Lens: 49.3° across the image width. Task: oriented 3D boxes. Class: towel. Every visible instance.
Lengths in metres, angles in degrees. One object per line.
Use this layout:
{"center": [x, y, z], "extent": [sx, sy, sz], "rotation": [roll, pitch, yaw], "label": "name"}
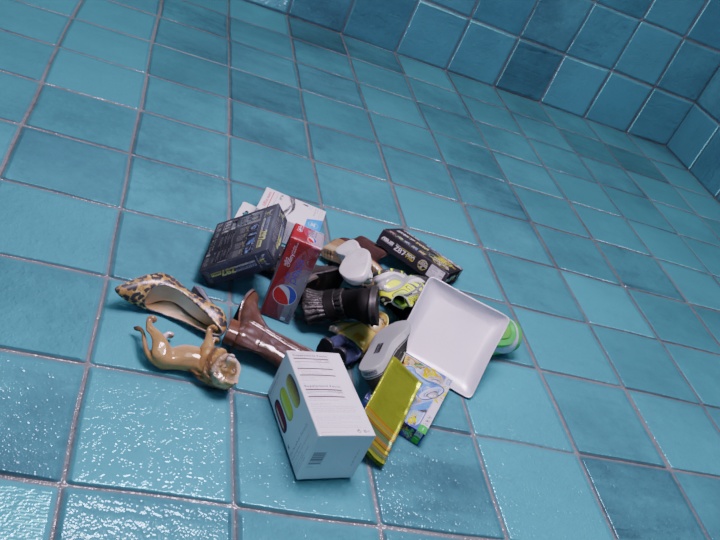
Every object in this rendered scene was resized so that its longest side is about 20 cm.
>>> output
{"center": [0.051, 0.256, 1.447], "extent": [0.086, 0.018, 0.200], "rotation": [47, 48, -17], "label": "towel"}

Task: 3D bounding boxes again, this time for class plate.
{"center": [0.192, 0.144, 1.694], "extent": [0.200, 0.200, 0.032], "rotation": [28, -12, 4], "label": "plate"}

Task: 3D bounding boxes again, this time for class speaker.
{"center": [0.272, 0.147, 1.795], "extent": [0.200, 0.088, 0.088], "rotation": [5, 37, -31], "label": "speaker"}

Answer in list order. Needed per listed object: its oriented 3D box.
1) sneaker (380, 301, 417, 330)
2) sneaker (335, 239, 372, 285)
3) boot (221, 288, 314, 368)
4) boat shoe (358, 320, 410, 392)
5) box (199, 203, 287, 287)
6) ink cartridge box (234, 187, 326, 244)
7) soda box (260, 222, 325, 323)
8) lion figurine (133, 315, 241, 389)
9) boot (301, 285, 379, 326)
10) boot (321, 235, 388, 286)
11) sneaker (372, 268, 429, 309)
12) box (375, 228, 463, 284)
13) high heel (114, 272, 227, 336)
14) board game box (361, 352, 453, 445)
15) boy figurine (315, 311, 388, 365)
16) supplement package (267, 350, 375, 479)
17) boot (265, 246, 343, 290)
{"center": [0.084, 0.073, 1.800], "extent": [0.104, 0.060, 0.200], "rotation": [23, 28, -2], "label": "sneaker"}
{"center": [0.000, 0.000, 1.695], "extent": [0.089, 0.075, 0.200], "rotation": [60, 4, -21], "label": "sneaker"}
{"center": [-0.157, 0.132, 1.538], "extent": [0.200, 0.064, 0.186], "rotation": [25, 32, -6], "label": "boot"}
{"center": [0.054, 0.170, 1.563], "extent": [0.071, 0.064, 0.200], "rotation": [-11, 23, 31], "label": "boat shoe"}
{"center": [-0.246, -0.056, 1.676], "extent": [0.158, 0.051, 0.200], "rotation": [-18, 31, 13], "label": "box"}
{"center": [-0.194, -0.129, 1.890], "extent": [0.200, 0.068, 0.116], "rotation": [22, 31, -6], "label": "ink cartridge box"}
{"center": [-0.139, 0.007, 1.597], "extent": [0.070, 0.200, 0.063], "rotation": [22, 30, -7], "label": "soda box"}
{"center": [-0.312, 0.152, 1.399], "extent": [0.200, 0.073, 0.123], "rotation": [5, 47, -7], "label": "lion figurine"}
{"center": [-0.042, 0.074, 1.594], "extent": [0.158, 0.080, 0.211], "rotation": [-3, 1, -3], "label": "boot"}
{"center": [0.022, -0.031, 1.875], "extent": [0.200, 0.072, 0.166], "rotation": [29, 28, 30], "label": "boot"}
{"center": [0.104, 0.051, 1.734], "extent": [0.200, 0.075, 0.076], "rotation": [11, 67, -40], "label": "sneaker"}
{"center": [0.151, -0.035, 1.978], "extent": [0.200, 0.049, 0.161], "rotation": [35, 13, 15], "label": "box"}
{"center": [-0.349, 0.070, 1.472], "extent": [0.200, 0.071, 0.143], "rotation": [8, 28, -43], "label": "high heel"}
{"center": [0.095, 0.247, 1.566], "extent": [0.135, 0.034, 0.200], "rotation": [30, 32, 7], "label": "board game box"}
{"center": [-0.001, 0.145, 1.625], "extent": [0.124, 0.064, 0.200], "rotation": [36, 35, 22], "label": "boy figurine"}
{"center": [-0.073, 0.249, 1.368], "extent": [0.109, 0.114, 0.200], "rotation": [7, 35, -30], "label": "supplement package"}
{"center": [-0.140, -0.017, 1.765], "extent": [0.174, 0.069, 0.200], "rotation": [36, 28, 26], "label": "boot"}
